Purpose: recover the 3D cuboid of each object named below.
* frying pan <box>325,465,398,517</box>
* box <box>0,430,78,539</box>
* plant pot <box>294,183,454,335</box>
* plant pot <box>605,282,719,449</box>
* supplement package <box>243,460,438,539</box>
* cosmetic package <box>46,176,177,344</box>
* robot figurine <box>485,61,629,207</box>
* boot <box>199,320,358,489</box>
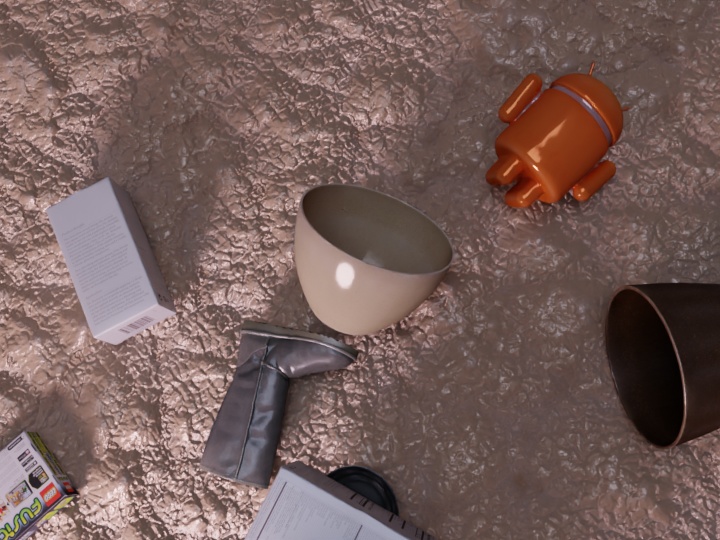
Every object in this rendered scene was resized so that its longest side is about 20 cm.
[{"bbox_3d":[-0.034,0.328,1.007,0.190,0.031,0.115,-45,76,0],"label":"frying pan"},{"bbox_3d":[-0.485,0.320,1.074,0.200,0.035,0.110,-41,75,-2],"label":"box"},{"bbox_3d":[0.000,0.000,1.013,0.199,0.200,0.135,30,120,14],"label":"plant pot"},{"bbox_3d":[0.415,0.090,0.931,0.198,0.187,0.189,-11,75,-6],"label":"plant pot"},{"bbox_3d":[-0.021,0.320,0.939,0.199,0.110,0.114,28,85,10],"label":"supplement package"},{"bbox_3d":[-0.341,-0.013,1.110,0.101,0.071,0.201,-26,75,2],"label":"cosmetic package"},{"bbox_3d":[0.253,-0.167,1.036,0.200,0.117,0.144,-45,60,-2],"label":"robot figurine"},{"bbox_3d":[-0.104,0.175,1.033,0.180,0.073,0.202,6,71,24],"label":"boot"}]
